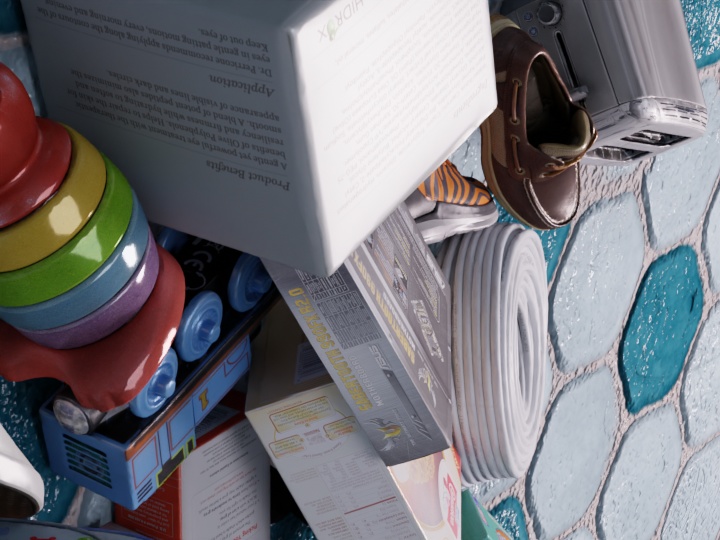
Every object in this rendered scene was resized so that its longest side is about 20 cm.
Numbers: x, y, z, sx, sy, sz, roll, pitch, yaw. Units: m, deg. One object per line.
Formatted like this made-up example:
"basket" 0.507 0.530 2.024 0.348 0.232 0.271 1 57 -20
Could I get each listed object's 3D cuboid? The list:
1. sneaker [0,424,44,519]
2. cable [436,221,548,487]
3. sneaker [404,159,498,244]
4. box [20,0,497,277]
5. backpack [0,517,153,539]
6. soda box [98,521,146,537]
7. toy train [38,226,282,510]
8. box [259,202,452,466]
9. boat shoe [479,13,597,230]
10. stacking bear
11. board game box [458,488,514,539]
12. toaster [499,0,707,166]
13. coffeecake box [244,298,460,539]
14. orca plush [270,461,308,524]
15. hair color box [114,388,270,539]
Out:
"sneaker" -0.226 0.084 1.227 0.200 0.072 0.085 67 16 -65
"cable" 0.097 0.062 1.656 0.200 0.069 0.201 -36 124 -73
"sneaker" 0.047 -0.081 1.579 0.200 0.077 0.113 -23 107 -72
"box" -0.054 -0.135 1.267 0.200 0.198 0.172 -44 140 -39
"backpack" -0.187 0.227 1.250 0.200 0.182 0.148 -55 145 -52
"soda box" -0.159 0.270 1.424 0.064 0.068 0.201 -30 130 -49
"toy train" -0.121 0.050 1.370 0.200 0.086 0.115 -48 151 -39
"box" 0.000 0.000 1.390 0.159 0.048 0.200 -87 154 -49
"boat shoe" 0.132 -0.096 1.585 0.072 0.072 0.200 -43 138 -23
"stacking bear" -0.186 -0.034 1.203 0.114 0.121 0.200 -55 137 -24
"board game box" 0.026 0.251 1.624 0.199 0.045 0.152 -30 145 8
"toaster" 0.197 -0.157 1.711 0.200 0.113 0.130 2 71 -61
"coffeecake box" 0.000 0.113 1.488 0.154 0.073 0.200 -87 154 -56
"orca plush" -0.041 0.156 1.592 0.200 0.071 0.106 42 25 -61
"hair color box" -0.111 0.187 1.470 0.101 0.061 0.201 -29 127 -49
